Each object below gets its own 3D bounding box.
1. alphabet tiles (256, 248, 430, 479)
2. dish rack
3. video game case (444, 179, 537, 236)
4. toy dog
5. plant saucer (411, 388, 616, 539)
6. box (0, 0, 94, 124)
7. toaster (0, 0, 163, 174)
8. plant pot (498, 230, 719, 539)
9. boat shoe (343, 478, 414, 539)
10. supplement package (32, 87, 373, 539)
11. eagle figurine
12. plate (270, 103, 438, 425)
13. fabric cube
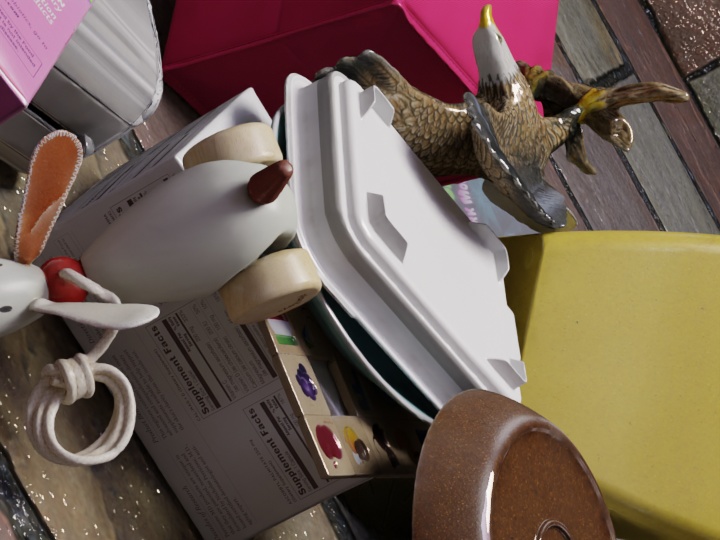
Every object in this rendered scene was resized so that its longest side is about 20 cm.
[{"bbox_3d":[-0.009,0.036,1.182,0.200,0.008,0.168,12,52,-65],"label":"alphabet tiles"},{"bbox_3d":[0.032,-0.011,1.199,0.200,0.043,0.172,49,22,-34],"label":"dish rack"},{"bbox_3d":[0.051,-0.074,1.640,0.181,0.023,0.200,6,45,-19],"label":"video game case"},{"bbox_3d":[-0.103,-0.012,1.036,0.132,0.200,0.096,48,-26,7],"label":"toy dog"},{"bbox_3d":[0.090,0.157,1.125,0.200,0.034,0.201,36,47,-50],"label":"plant saucer"},{"bbox_3d":[-0.213,-0.100,0.928,0.097,0.176,0.200,54,20,-19],"label":"box"},{"bbox_3d":[-0.184,-0.147,1.173,0.129,0.113,0.200,44,23,-49],"label":"toaster"},{"bbox_3d":[0.150,0.065,1.400,0.176,0.200,0.201,14,84,-21],"label":"plant pot"},{"bbox_3d":[0.063,0.165,1.423,0.201,0.072,0.066,44,30,-30],"label":"boat shoe"},{"bbox_3d":[-0.071,0.025,1.215,0.200,0.111,0.156,59,20,-9],"label":"supplement package"},{"bbox_3d":[0.075,-0.085,1.326,0.200,0.152,0.151,-27,82,-47],"label":"eagle figurine"},{"bbox_3d":[0.000,0.000,1.204,0.200,0.026,0.201,49,24,-31],"label":"plate"},{"bbox_3d":[0.008,-0.184,1.500,0.196,0.199,0.200,44,45,-43],"label":"fabric cube"}]
